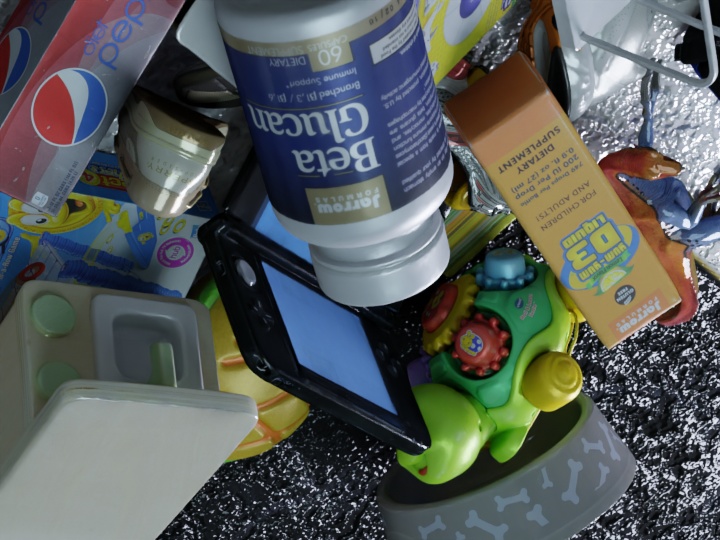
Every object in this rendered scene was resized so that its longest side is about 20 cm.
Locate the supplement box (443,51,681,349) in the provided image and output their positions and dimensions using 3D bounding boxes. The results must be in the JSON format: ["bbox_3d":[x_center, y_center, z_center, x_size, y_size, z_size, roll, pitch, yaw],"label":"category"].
[{"bbox_3d":[0.135,-0.044,1.573,0.066,0.069,0.200,-35,124,4],"label":"supplement box"}]

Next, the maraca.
[{"bbox_3d":[-0.074,0.040,1.644,0.137,0.107,0.201,-5,115,-50],"label":"maraca"}]

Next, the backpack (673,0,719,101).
[{"bbox_3d":[0.344,-0.136,1.603,0.167,0.200,0.163,16,120,-32],"label":"backpack"}]

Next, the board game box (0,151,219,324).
[{"bbox_3d":[-0.221,0.011,1.589,0.195,0.056,0.201,10,123,-29],"label":"board game box"}]

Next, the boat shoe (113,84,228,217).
[{"bbox_3d":[-0.122,-0.071,1.473,0.072,0.200,0.065,22,95,-10],"label":"boat shoe"}]

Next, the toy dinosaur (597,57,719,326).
[{"bbox_3d":[0.219,-0.037,1.666,0.181,0.105,0.201,0,111,-46],"label":"toy dinosaur"}]

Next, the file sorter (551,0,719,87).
[{"bbox_3d":[0.220,-0.231,1.471,0.200,0.124,0.139,-44,139,-25],"label":"file sorter"}]

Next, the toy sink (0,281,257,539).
[{"bbox_3d":[-0.165,0.082,1.514,0.129,0.113,0.200,6,147,-26],"label":"toy sink"}]

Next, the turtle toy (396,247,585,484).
[{"bbox_3d":[0.085,0.067,1.684,0.101,0.201,0.146,30,147,-15],"label":"turtle toy"}]

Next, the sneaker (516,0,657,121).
[{"bbox_3d":[0.155,-0.197,1.573,0.092,0.076,0.201,-23,136,-26],"label":"sneaker"}]

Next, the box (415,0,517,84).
[{"bbox_3d":[0.057,-0.187,1.469,0.200,0.048,0.118,-50,158,-41],"label":"box"}]

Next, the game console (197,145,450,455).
[{"bbox_3d":[0.000,0.000,1.560,0.116,0.177,0.200,-37,142,19],"label":"game console"}]

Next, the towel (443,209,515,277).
[{"bbox_3d":[0.033,-0.073,1.653,0.086,0.018,0.200,-43,131,10],"label":"towel"}]

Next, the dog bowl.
[{"bbox_3d":[0.101,0.154,1.757,0.199,0.200,0.059,-26,104,0],"label":"dog bowl"}]

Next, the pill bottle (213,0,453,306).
[{"bbox_3d":[-0.008,-0.084,1.371,0.110,0.111,0.201,-20,122,-6],"label":"pill bottle"}]

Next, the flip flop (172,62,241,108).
[{"bbox_3d":[-0.035,-0.167,1.517,0.199,0.058,0.081,-35,170,-3],"label":"flip flop"}]

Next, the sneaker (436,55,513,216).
[{"bbox_3d":[0.091,-0.068,1.630,0.200,0.078,0.082,40,84,-32],"label":"sneaker"}]

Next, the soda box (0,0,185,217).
[{"bbox_3d":[-0.171,-0.139,1.446,0.070,0.063,0.201,27,97,-37],"label":"soda box"}]

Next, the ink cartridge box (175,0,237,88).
[{"bbox_3d":[-0.044,-0.201,1.419,0.116,0.067,0.201,36,79,-41],"label":"ink cartridge box"}]
